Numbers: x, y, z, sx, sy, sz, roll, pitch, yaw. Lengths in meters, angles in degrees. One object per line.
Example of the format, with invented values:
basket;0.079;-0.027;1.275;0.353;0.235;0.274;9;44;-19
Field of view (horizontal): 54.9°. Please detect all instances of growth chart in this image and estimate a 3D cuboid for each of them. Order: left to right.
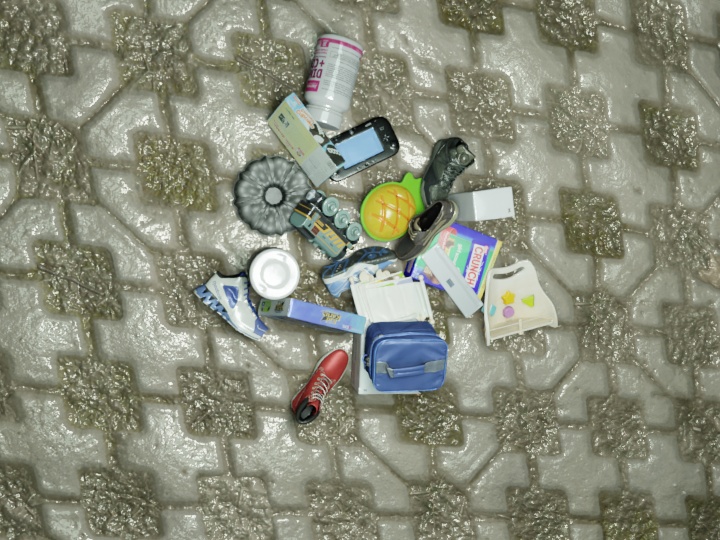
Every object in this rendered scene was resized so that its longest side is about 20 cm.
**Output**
growth chart;0.075;0.066;1.667;0.198;0.018;0.146;-3;71;-13

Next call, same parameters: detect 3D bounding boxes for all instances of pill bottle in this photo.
pill bottle;-0.206;0.002;1.610;0.112;0.200;0.115;-1;94;-11
pill bottle;-0.069;-0.444;1.645;0.112;0.113;0.202;14;92;-12

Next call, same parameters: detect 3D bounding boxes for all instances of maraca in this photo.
maraca;0.087;-0.155;1.705;0.199;0.107;0.138;-33;109;-18

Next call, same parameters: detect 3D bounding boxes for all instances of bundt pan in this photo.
bundt pan;-0.208;-0.179;1.659;0.199;0.076;0.205;-1;95;-10

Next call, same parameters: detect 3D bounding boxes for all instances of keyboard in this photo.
keyboard;0.228;0.026;1.720;0.056;0.011;0.201;-37;102;3

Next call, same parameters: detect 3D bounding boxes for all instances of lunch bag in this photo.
lunch bag;0.097;0.199;1.595;0.198;0.132;0.138;-2;106;-13

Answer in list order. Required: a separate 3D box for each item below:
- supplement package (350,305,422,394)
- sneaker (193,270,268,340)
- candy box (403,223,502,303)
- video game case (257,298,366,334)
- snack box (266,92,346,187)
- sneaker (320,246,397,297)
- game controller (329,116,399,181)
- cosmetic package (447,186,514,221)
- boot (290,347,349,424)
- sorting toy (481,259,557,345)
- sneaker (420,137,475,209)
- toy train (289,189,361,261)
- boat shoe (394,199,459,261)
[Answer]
supplement package;0.063;0.196;1.724;0.154;0.111;0.203;2;95;-11
sneaker;-0.288;0.069;1.660;0.199;0.081;0.115;39;89;-10
candy box;0.234;-0.029;1.756;0.198;0.077;0.171;20;91;-12
video game case;-0.115;0.106;1.620;0.198;0.181;0.046;16;81;-29
snack box;-0.129;-0.305;1.636;0.037;0.116;0.201;-42;98;-33
sneaker;0.000;0.000;1.725;0.198;0.076;0.078;-20;121;-9
game controller;-0.005;-0.299;1.706;0.198;0.042;0.105;-27;99;-9
cosmetic package;0.289;-0.161;1.694;0.100;0.200;0.072;-8;96;-11
boot;-0.090;0.282;1.684;0.072;0.144;0.201;39;85;-10
sorting toy;0.385;0.071;1.760;0.198;0.107;0.182;-13;109;-13
sneaker;0.213;-0.239;1.694;0.076;0.114;0.201;26;74;-26
toy train;-0.080;-0.106;1.659;0.114;0.085;0.200;-51;133;-6
boat shoe;0.146;-0.104;1.669;0.073;0.075;0.200;19;124;-45
